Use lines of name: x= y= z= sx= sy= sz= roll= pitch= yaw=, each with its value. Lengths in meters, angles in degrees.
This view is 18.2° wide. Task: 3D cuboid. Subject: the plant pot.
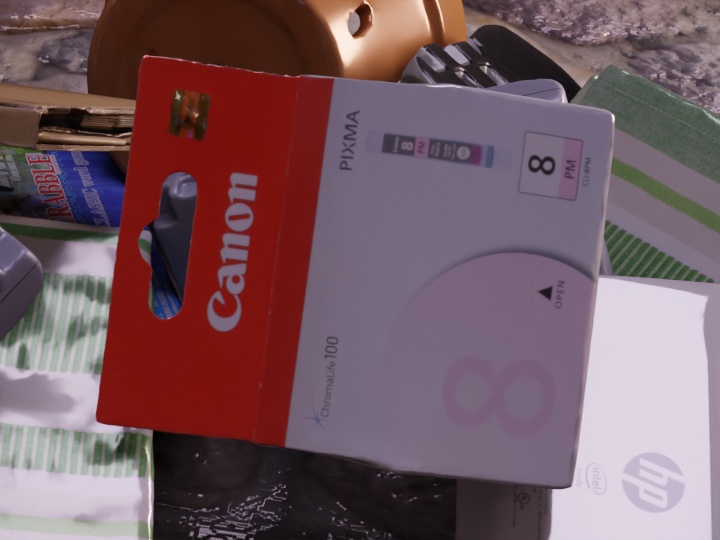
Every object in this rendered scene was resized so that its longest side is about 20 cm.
plant pot: x=-0.054 y=-0.108 z=1.171 sx=0.199 sy=0.201 sz=0.140 roll=12 pitch=19 yaw=11

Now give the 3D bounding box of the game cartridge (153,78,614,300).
game cartridge: x=0.012 y=-0.010 z=1.046 sx=0.199 sy=0.134 sz=0.042 roll=-11 pitch=39 yaw=12

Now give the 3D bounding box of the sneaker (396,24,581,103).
sneaker: x=0.055 y=-0.071 z=1.153 sx=0.074 sy=0.089 sz=0.200 roll=46 pitch=26 yaw=17

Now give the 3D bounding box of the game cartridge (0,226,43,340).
game cartridge: x=-0.233 y=0.040 z=0.906 sx=0.200 sy=0.041 sz=0.133 roll=-47 pitch=53 yaw=-10

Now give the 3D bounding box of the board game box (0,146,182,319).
board game box: x=-0.197 y=0.004 z=1.079 sx=0.198 sy=0.041 sz=0.200 roll=-4 pitch=32 yaw=-18

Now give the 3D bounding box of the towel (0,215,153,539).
towel: x=-0.162 y=0.058 z=0.952 sx=0.152 sy=0.023 sz=0.201 roll=7 pitch=53 yaw=-11

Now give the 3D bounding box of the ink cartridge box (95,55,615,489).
ink cartridge box: x=0.000 y=0.000 z=0.941 sx=0.199 sy=0.163 sz=0.057 roll=8 pitch=-2 yaw=-15

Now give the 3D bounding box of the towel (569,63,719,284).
towel: x=0.120 y=0.010 z=1.081 sx=0.152 sy=0.023 sz=0.200 roll=32 pitch=84 yaw=32

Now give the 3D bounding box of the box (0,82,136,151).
box: x=-0.189 y=-0.076 z=1.021 sx=0.199 sy=0.021 sz=0.163 roll=8 pitch=6 yaw=22

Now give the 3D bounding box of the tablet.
tablet: x=0.107 y=0.094 z=0.984 sx=0.129 sy=0.014 sz=0.201 roll=4 pitch=65 yaw=-2
